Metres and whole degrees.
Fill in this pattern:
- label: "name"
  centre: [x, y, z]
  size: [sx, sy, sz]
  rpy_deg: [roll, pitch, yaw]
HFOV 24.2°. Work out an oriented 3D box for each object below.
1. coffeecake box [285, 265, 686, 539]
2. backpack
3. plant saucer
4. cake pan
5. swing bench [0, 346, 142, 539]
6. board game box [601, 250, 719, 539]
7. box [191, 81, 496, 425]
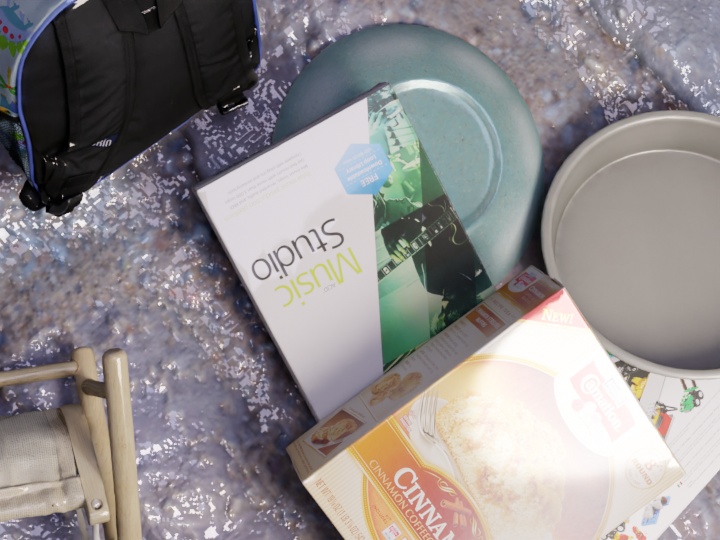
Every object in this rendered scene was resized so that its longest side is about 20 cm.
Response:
- label: "coffeecake box"
  centre: [0.079, 0.120, 1.065]
  size: [0.200, 0.073, 0.154]
  rpy_deg: [-36, 106, -2]
- label: "backpack"
  centre: [-0.160, -0.162, 1.002]
  size: [0.182, 0.200, 0.147]
  rpy_deg: [-34, 74, -17]
- label: "plant saucer"
  centre: [0.040, -0.073, 1.137]
  size: [0.199, 0.039, 0.203]
  rpy_deg: [2, 83, -17]
- label: "cake pan"
  centre: [0.221, -0.014, 1.154]
  size: [0.199, 0.037, 0.202]
  rpy_deg: [1, 67, -1]
- label: "swing bench"
  centre: [-0.229, 0.158, 0.981]
  size: [0.198, 0.130, 0.202]
  rpy_deg: [-8, 91, -19]
- label: "board game box"
  centre: [0.197, 0.099, 1.166]
  size: [0.200, 0.035, 0.126]
  rpy_deg: [-43, 95, -18]
- label: "box"
  centre: [0.000, 0.000, 1.088]
  size: [0.144, 0.036, 0.201]
  rpy_deg: [-29, 102, -5]
